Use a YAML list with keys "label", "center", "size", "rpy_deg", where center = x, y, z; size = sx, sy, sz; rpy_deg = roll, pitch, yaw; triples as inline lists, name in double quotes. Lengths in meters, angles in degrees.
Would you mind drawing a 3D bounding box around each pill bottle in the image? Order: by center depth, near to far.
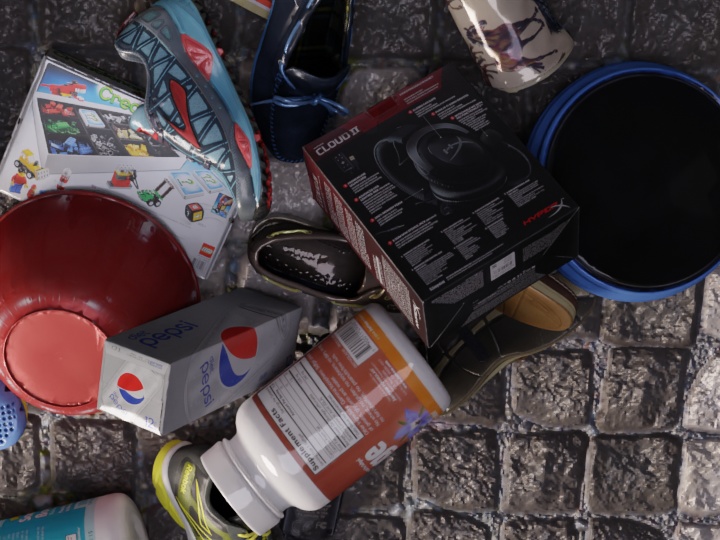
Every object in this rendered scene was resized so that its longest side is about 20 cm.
- label: "pill bottle"
  center: [-0.031, 0.129, 1.409]
  size: [0.200, 0.112, 0.112]
  rpy_deg: [-38, 106, -1]
- label: "pill bottle"
  center: [-0.292, 0.273, 1.497]
  size: [0.199, 0.111, 0.111]
  rpy_deg: [-14, 109, 3]

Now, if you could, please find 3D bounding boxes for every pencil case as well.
- label: "pencil case"
  center: [0.098, -0.246, 1.345]
  size: [0.077, 0.089, 0.201]
  rpy_deg: [-17, 110, 35]

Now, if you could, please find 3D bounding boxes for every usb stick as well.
- label: "usb stick"
  center: [-0.032, 0.153, 1.502]
  size: [0.055, 0.033, 0.201]
  rpy_deg: [8, 108, -11]

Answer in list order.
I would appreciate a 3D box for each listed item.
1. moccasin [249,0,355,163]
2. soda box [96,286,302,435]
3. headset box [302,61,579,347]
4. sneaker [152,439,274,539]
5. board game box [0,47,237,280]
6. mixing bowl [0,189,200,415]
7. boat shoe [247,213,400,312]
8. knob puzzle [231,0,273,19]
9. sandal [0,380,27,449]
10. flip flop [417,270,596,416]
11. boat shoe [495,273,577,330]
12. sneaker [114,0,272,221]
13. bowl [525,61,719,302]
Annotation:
- label: "moccasin"
  center: [-0.046, -0.168, 1.347]
  size: [0.080, 0.068, 0.201]
  rpy_deg: [-13, 130, -24]
- label: "soda box"
  center: [-0.129, 0.071, 1.383]
  size: [0.068, 0.200, 0.064]
  rpy_deg: [18, 110, 26]
- label: "headset box"
  center: [0.058, -0.062, 1.340]
  size: [0.148, 0.200, 0.077]
  rpy_deg: [-31, 149, -13]
- label: "sneaker"
  center: [-0.111, 0.239, 1.490]
  size: [0.074, 0.084, 0.201]
  rpy_deg: [-44, 110, -34]
- label: "board game box"
  center: [-0.196, -0.088, 1.415]
  size: [0.199, 0.035, 0.127]
  rpy_deg: [24, 108, -9]
- label: "mixing bowl"
  center: [-0.241, 0.047, 1.403]
  size: [0.199, 0.109, 0.201]
  rpy_deg: [2, 121, 4]
- label: "boat shoe"
  center: [0.000, 0.000, 1.435]
  size: [0.199, 0.060, 0.072]
  rpy_deg: [14, 107, -6]
- label: "knob puzzle"
  center: [-0.078, -0.300, 1.303]
  size: [0.218, 0.030, 0.221]
  rpy_deg: [-11, 121, -19]
- label: "sandal"
  center: [-0.372, 0.087, 1.446]
  size: [0.079, 0.087, 0.200]
  rpy_deg: [-43, 106, 11]
- label: "flip flop"
  center: [0.120, 0.056, 1.459]
  size: [0.200, 0.057, 0.081]
  rpy_deg: [-42, 76, 23]
- label: "boat shoe"
  center: [0.105, -0.027, 1.398]
  size: [0.199, 0.072, 0.072]
  rpy_deg: [32, 67, 19]
- label: "sneaker"
  center: [-0.138, -0.122, 1.359]
  size: [0.095, 0.079, 0.201]
  rpy_deg: [-25, 79, -3]
- label: "bowl"
  center: [0.234, -0.074, 1.393]
  size: [0.199, 0.039, 0.202]
  rpy_deg: [0, 91, -9]
